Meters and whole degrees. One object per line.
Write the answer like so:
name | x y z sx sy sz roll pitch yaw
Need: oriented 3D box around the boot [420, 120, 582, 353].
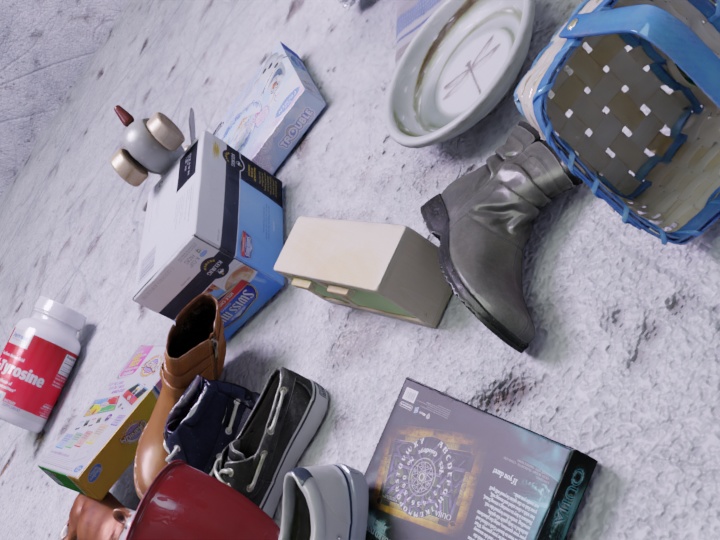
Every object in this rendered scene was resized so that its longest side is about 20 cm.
boot | 0.124 -0.040 0.724 0.130 0.067 0.201 -41 36 18

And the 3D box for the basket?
basket | 0.192 -0.103 0.566 0.139 0.176 0.200 -49 20 8

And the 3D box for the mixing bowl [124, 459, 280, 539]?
mixing bowl | -0.118 0.262 0.726 0.200 0.107 0.204 7 -90 -81

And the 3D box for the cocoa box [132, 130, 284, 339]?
cocoa box | -0.180 -0.041 1.106 0.133 0.130 0.202 -41 35 28

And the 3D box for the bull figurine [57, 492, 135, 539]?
bull figurine | -0.287 0.310 1.019 0.199 0.065 0.123 9 70 59

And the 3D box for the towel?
towel | 0.089 -0.307 1.049 0.146 0.024 0.202 -34 39 38

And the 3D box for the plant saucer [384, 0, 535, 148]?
plant saucer | 0.107 -0.201 0.902 0.199 0.050 0.202 -38 36 34

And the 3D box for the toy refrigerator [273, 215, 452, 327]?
toy refrigerator | 0.000 0.000 0.858 0.199 0.075 0.071 11 73 58

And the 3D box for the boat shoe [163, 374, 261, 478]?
boat shoe | -0.175 0.200 0.923 0.202 0.092 0.074 -60 30 -3

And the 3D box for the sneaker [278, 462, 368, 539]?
sneaker | -0.041 0.246 0.675 0.073 0.070 0.203 -21 62 53

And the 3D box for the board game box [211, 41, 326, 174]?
board game box | -0.142 -0.203 1.280 0.201 0.043 0.200 -50 30 16

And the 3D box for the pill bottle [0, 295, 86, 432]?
pill bottle | -0.529 0.151 1.474 0.112 0.112 0.202 0 64 56

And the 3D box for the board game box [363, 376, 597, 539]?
board game box | 0.068 0.166 0.654 0.199 0.028 0.137 15 79 59

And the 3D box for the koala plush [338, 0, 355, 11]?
koala plush | 0.005 -0.428 1.169 0.178 0.183 0.200 -53 -1 0

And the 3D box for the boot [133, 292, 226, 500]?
boot | -0.189 0.136 0.965 0.156 0.076 0.202 106 -174 -55

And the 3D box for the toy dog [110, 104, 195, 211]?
toy dog | -0.266 -0.166 1.191 0.131 0.097 0.200 -35 -10 -9

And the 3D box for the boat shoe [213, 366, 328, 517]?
boat shoe | -0.106 0.187 0.861 0.070 0.063 0.202 17 78 59

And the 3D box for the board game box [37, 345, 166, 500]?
board game box | -0.292 0.179 1.109 0.152 0.040 0.201 -7 40 54
